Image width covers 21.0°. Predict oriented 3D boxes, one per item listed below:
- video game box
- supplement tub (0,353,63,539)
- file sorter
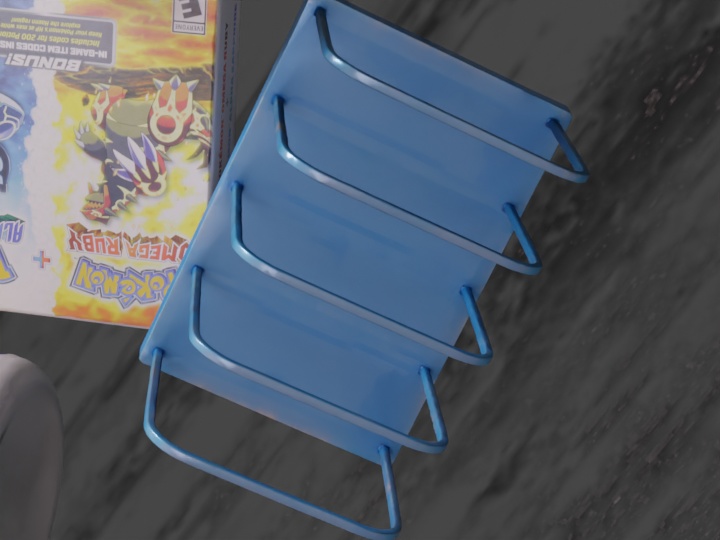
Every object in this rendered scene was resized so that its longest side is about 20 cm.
[{"bbox_3d":[-0.161,-0.069,0.969,0.198,0.047,0.184,6,108,11],"label":"video game box"},{"bbox_3d":[-0.265,0.100,0.984,0.198,0.145,0.147,9,106,10],"label":"supplement tub"},{"bbox_3d":[0.000,0.000,0.887,0.138,0.123,0.201,24,105,-12],"label":"file sorter"}]
